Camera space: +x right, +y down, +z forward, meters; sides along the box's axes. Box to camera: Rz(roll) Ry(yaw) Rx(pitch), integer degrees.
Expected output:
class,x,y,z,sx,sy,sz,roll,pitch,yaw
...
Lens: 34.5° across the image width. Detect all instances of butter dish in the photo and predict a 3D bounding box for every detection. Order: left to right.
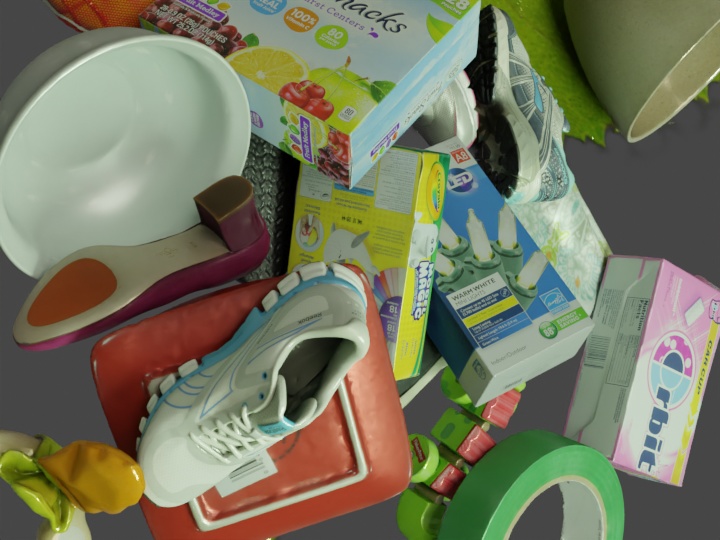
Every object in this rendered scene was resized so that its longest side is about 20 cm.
class,x,y,z,sx,sy,sz,roll,pitch,yaw
butter dish,-0.081,0.083,0.854,0.198,0.148,0.201,-17,117,-6

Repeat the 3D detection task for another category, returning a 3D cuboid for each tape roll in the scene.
class,x,y,z,sx,sy,sz,roll,pitch,yaw
tape roll,0.146,0.238,0.985,0.199,0.048,0.202,-12,108,-39

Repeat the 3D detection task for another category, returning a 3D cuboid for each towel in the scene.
class,x,y,z,sx,sy,sz,roll,pitch,yaw
towel,0.144,-0.008,1.061,0.200,0.048,0.172,-36,101,-31

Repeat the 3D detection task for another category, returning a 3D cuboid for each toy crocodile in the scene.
class,x,y,z,sx,sy,sz,roll,pitch,yaw
toy crocodile,0.089,0.136,0.973,0.067,0.062,0.201,38,81,-43

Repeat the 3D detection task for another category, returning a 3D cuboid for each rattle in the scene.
class,x,y,z,sx,sy,sz,roll,pitch,yaw
rattle,-0.252,0.181,0.735,0.199,0.142,0.131,-14,109,-39

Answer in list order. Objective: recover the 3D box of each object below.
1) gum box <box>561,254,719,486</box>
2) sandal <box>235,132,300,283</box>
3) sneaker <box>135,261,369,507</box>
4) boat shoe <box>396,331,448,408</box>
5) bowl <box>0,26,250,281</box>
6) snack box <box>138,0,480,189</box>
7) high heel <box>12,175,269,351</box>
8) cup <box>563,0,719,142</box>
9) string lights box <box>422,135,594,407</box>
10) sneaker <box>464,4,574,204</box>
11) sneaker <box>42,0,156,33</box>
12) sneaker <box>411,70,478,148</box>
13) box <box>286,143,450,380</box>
class,x,y,z,sx,sy,sz,roll,pitch,yaw
gum box,0.268,0.088,1.085,0.113,0.066,0.202,23,79,-39
sandal,-0.080,-0.088,0.941,0.075,0.045,0.202,8,93,-25
sneaker,-0.070,0.084,0.728,0.075,0.087,0.200,37,102,-27
boat shoe,0.022,0.081,0.957,0.200,0.072,0.068,-43,90,-16
bowl,-0.184,-0.093,0.819,0.200,0.090,0.202,-28,142,-25
snack box,-0.037,-0.177,0.876,0.199,0.068,0.169,33,62,20
high heel,-0.149,0.016,0.832,0.199,0.096,0.068,-30,57,-16
cup,0.281,-0.247,1.116,0.200,0.201,0.143,-34,73,-31
string lights box,0.085,-0.003,0.935,0.102,0.059,0.201,-24,67,-23
sneaker,0.140,-0.146,1.047,0.086,0.078,0.202,6,64,-31
sneaker,-0.215,-0.233,0.852,0.199,0.077,0.073,28,68,-29
sneaker,0.016,-0.168,0.992,0.200,0.081,0.088,46,63,-9
box,0.000,0.000,0.901,0.048,0.117,0.202,-3,105,-54
